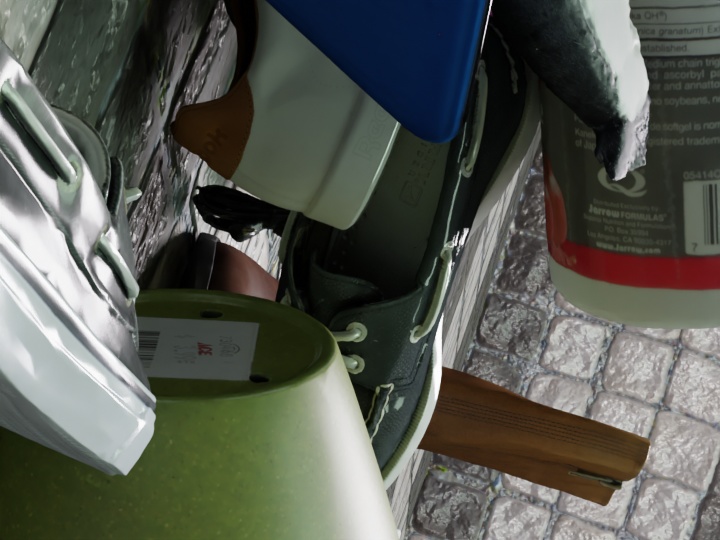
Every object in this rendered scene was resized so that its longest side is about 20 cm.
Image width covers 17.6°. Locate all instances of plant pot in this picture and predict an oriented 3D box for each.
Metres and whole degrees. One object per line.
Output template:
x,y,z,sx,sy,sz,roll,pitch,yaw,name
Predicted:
-0.056,0.115,0.703,0.187,0.185,0.202,-56,150,-67,plant pot

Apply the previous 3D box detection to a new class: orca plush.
0.044,-0.129,0.708,0.105,0.071,0.201,-50,129,-37,orca plush

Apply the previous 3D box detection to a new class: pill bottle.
0.113,-0.090,0.796,0.111,0.110,0.202,-56,143,-67,pill bottle

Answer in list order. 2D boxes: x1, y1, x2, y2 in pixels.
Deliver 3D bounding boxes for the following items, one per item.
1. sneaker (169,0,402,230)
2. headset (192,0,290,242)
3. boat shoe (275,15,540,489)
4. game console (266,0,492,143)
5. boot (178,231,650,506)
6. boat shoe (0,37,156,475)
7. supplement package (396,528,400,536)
-0.006,-0.121,0.760,0.073,0.084,0.201,143,-32,-77,sneaker
-0.019,-0.110,0.869,0.123,0.093,0.202,-39,132,-68,headset
0.000,0.000,0.828,0.060,0.075,0.202,7,103,-63,boat shoe
0.010,-0.171,0.644,0.201,0.117,0.171,101,10,-48,game console
0.018,0.056,0.947,0.188,0.198,0.069,84,25,-74,boot
-0.078,-0.004,0.541,0.200,0.072,0.071,78,35,-73,boat shoe
-0.064,0.167,0.947,0.200,0.110,0.157,29,79,-84,supplement package
